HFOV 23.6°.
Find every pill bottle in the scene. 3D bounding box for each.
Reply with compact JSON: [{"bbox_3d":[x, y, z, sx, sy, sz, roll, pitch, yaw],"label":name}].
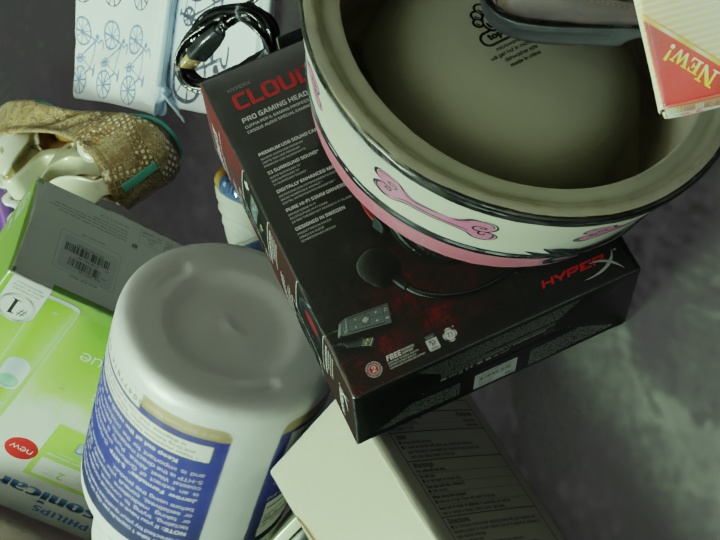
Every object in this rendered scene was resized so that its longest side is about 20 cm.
[{"bbox_3d":[-0.090,0.092,0.944,0.120,0.120,0.200,54,143,29],"label":"pill bottle"}]

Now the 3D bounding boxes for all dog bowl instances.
[{"bbox_3d":[0.064,-0.090,0.768,0.200,0.200,0.074,63,156,21],"label":"dog bowl"}]

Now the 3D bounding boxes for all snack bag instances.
[{"bbox_3d":[-0.116,-0.187,1.069,0.200,0.021,0.189,17,106,45],"label":"snack bag"}]

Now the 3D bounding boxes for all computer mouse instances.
[{"bbox_3d":[-0.042,-0.154,0.849,0.059,0.034,0.200,45,128,6],"label":"computer mouse"}]

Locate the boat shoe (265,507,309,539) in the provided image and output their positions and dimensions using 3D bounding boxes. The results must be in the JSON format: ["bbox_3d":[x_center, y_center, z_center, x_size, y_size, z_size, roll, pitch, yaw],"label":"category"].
[{"bbox_3d":[-0.038,0.187,0.997,0.066,0.075,0.199,39,117,4],"label":"boat shoe"}]

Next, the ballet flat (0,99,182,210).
[{"bbox_3d":[-0.199,-0.073,1.128,0.200,0.065,0.071,4,133,48],"label":"ballet flat"}]

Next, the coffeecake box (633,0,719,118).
[{"bbox_3d":[0.190,-0.153,0.622,0.200,0.073,0.154,-13,89,11],"label":"coffeecake box"}]

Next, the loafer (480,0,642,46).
[{"bbox_3d":[0.143,-0.130,0.691,0.200,0.063,0.072,-3,59,12],"label":"loafer"}]

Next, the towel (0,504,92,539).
[{"bbox_3d":[-0.204,0.188,1.088,0.200,0.191,0.032,39,101,38],"label":"towel"}]

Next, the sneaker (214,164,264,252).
[{"bbox_3d":[0.000,0.000,0.942,0.200,0.075,0.088,29,133,43],"label":"sneaker"}]

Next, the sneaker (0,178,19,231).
[{"bbox_3d":[-0.262,0.013,1.187,0.081,0.088,0.200,118,134,-66],"label":"sneaker"}]

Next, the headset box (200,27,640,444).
[{"bbox_3d":[0.021,-0.041,0.836,0.075,0.148,0.200,86,160,-67],"label":"headset box"}]

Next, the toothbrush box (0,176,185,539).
[{"bbox_3d":[-0.183,0.060,1.062,0.200,0.145,0.086,-47,25,39],"label":"toothbrush box"}]

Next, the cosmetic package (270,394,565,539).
[{"bbox_3d":[0.052,0.156,0.860,0.073,0.103,0.200,-49,59,28],"label":"cosmetic package"}]
